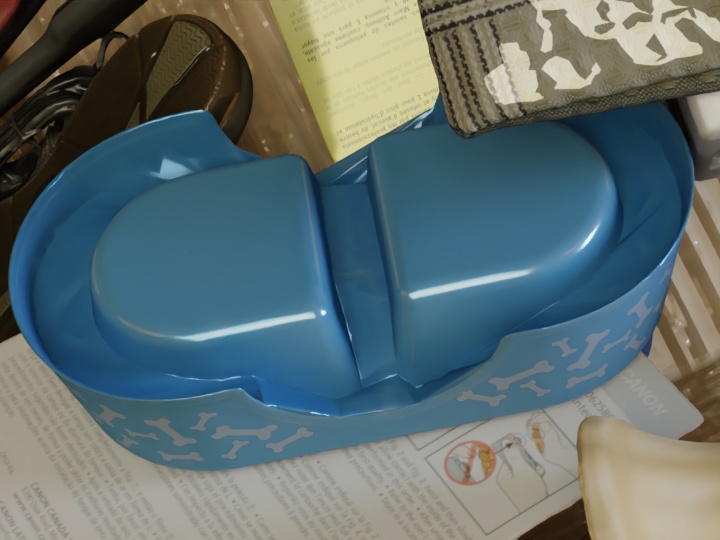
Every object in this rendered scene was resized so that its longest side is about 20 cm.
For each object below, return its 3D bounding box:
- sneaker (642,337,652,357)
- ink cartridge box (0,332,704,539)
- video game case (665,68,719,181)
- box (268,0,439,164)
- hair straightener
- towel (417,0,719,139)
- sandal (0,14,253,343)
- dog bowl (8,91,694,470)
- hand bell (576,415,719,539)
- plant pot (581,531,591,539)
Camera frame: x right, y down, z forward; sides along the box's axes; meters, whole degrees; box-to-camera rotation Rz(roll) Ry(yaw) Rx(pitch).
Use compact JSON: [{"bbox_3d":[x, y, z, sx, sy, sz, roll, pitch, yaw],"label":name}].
[{"bbox_3d":[0.000,0.043,0.771,0.199,0.078,0.070,-18,86,9],"label":"sneaker"},{"bbox_3d":[-0.022,0.058,0.698,0.199,0.057,0.163,-26,49,-17],"label":"ink cartridge box"},{"bbox_3d":[0.083,-0.130,0.706,0.023,0.182,0.201,-18,87,6],"label":"video game case"},{"bbox_3d":[0.002,-0.108,0.787,0.075,0.050,0.201,-24,86,9],"label":"box"},{"bbox_3d":[-0.103,-0.066,0.788,0.200,0.041,0.077,-44,78,22],"label":"hair straightener"},{"bbox_3d":[0.096,-0.144,0.589,0.199,0.035,0.194,-11,88,17],"label":"towel"},{"bbox_3d":[-0.092,-0.004,0.781,0.200,0.054,0.082,-49,48,25],"label":"sandal"},{"bbox_3d":[0.000,0.000,0.681,0.199,0.050,0.112,-12,48,2],"label":"dog bowl"},{"bbox_3d":[0.165,0.052,0.584,0.199,0.104,0.105,-22,86,16],"label":"hand bell"},{"bbox_3d":[0.102,0.186,0.704,0.201,0.201,0.195,-44,75,6],"label":"plant pot"}]
